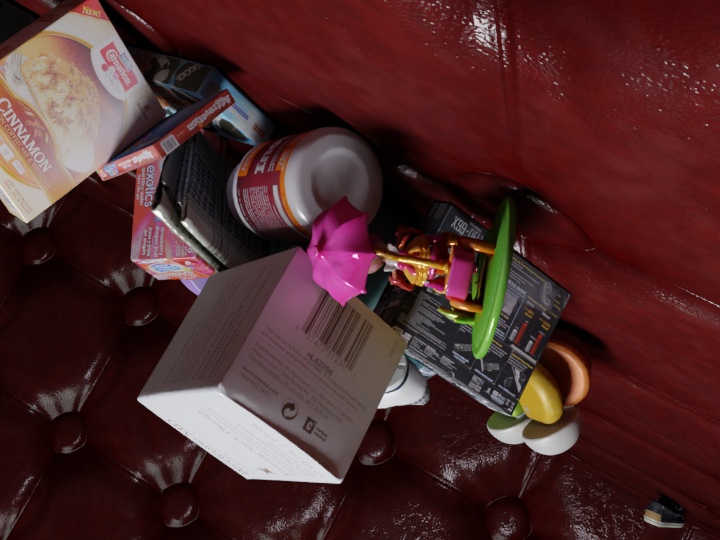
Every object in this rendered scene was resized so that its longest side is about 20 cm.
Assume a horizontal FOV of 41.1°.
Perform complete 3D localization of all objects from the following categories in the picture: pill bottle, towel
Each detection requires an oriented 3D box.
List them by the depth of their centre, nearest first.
[{"bbox_3d":[-0.070,-0.088,1.040,0.112,0.114,0.199,33,164,-27],"label":"pill bottle"},{"bbox_3d":[-0.156,-0.070,1.127,0.200,0.034,0.194,44,-153,-31],"label":"towel"}]

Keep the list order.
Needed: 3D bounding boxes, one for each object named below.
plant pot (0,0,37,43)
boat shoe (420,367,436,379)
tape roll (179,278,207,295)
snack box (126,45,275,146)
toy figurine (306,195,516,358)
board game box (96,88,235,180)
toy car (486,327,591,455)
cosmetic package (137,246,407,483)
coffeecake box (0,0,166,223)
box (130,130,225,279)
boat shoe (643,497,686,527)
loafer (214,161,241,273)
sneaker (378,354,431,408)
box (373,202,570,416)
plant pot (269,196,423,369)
[{"bbox_3d":[-0.466,-0.248,1.314,0.198,0.202,0.178,29,160,1],"label":"plant pot"},{"bbox_3d":[0.090,0.085,1.282,0.071,0.201,0.091,40,129,-2],"label":"boat shoe"},{"bbox_3d":[-0.181,-0.048,1.415,0.198,0.202,0.085,33,171,-23],"label":"tape roll"},{"bbox_3d":[-0.201,-0.205,1.126,0.198,0.038,0.116,23,168,42],"label":"snack box"},{"bbox_3d":[0.040,-0.014,0.917,0.180,0.153,0.200,12,-173,1],"label":"toy figurine"},{"bbox_3d":[-0.215,-0.143,1.036,0.020,0.103,0.199,56,154,-17],"label":"board game box"},{"bbox_3d":[0.231,0.135,1.290,0.177,0.149,0.199,61,159,-11],"label":"toy car"},{"bbox_3d":[-0.092,0.104,0.993,0.167,0.168,0.199,40,152,-22],"label":"cosmetic package"},{"bbox_3d":[-0.336,-0.178,1.045,0.073,0.200,0.155,20,147,52],"label":"coffeecake box"},{"bbox_3d":[-0.241,-0.097,1.288,0.093,0.204,0.100,-2,164,10],"label":"box"},{"bbox_3d":[0.794,0.624,2.487,0.074,0.063,0.198,15,179,41],"label":"boat shoe"},{"bbox_3d":[-0.156,-0.060,1.267,0.074,0.204,0.068,17,178,-23],"label":"loafer"},{"bbox_3d":[-0.012,0.131,1.136,0.197,0.078,0.080,2,155,39],"label":"sneaker"},{"bbox_3d":[0.123,0.044,1.069,0.198,0.160,0.050,33,170,-25],"label":"box"},{"bbox_3d":[0.000,0.000,1.168,0.199,0.202,0.196,21,161,45],"label":"plant pot"}]
